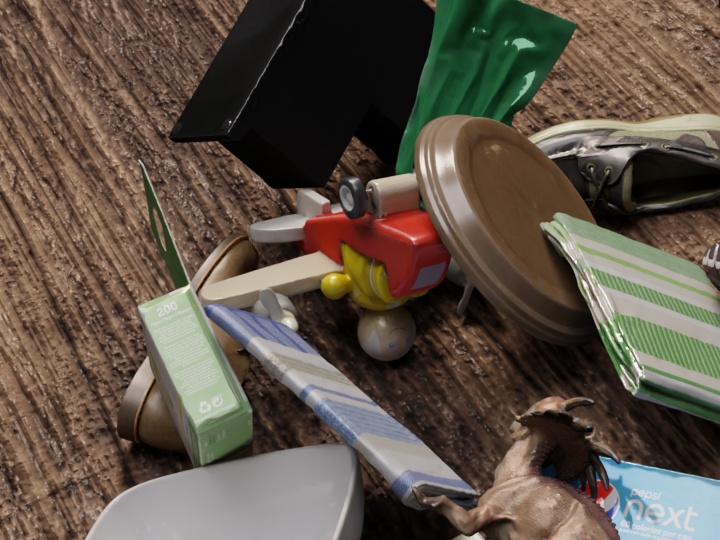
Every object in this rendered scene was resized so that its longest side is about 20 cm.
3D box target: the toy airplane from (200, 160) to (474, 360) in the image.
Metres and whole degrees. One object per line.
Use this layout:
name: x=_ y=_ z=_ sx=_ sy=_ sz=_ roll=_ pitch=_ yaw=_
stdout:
toy airplane: x=0.000 y=0.000 z=1.750 sx=0.199 sy=0.142 sz=0.199 roll=-14 pitch=2 yaw=18

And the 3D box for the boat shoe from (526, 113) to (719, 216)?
boat shoe: x=0.201 y=-0.077 z=1.804 sx=0.199 sy=0.073 sz=0.065 roll=-12 pitch=34 yaw=4

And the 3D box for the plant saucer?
plant saucer: x=0.119 y=-0.036 z=1.700 sx=0.029 sy=0.200 sz=0.200 roll=-37 pitch=30 yaw=29

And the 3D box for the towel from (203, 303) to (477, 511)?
towel: x=-0.012 y=0.097 z=1.581 sx=0.200 sy=0.147 sz=0.024 roll=40 pitch=95 yaw=19

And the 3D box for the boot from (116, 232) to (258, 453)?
boot: x=-0.110 y=0.058 z=1.762 sx=0.075 sy=0.074 sz=0.200 roll=16 pitch=54 yaw=13

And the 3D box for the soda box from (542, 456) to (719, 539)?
soda box: x=0.194 y=0.170 z=1.510 sx=0.199 sy=0.064 sz=0.068 roll=10 pitch=66 yaw=26

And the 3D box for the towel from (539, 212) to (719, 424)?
towel: x=0.216 y=0.040 z=1.637 sx=0.152 sy=0.023 sz=0.200 roll=19 pitch=28 yaw=-29

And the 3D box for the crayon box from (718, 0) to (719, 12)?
crayon box: x=0.407 y=-0.205 z=1.906 sx=0.199 sy=0.051 sz=0.127 roll=-14 pitch=40 yaw=2

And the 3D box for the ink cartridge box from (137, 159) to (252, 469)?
ink cartridge box: x=-0.133 y=0.040 z=1.641 sx=0.048 sy=0.146 sz=0.201 roll=-24 pitch=73 yaw=-10

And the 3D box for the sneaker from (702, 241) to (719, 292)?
sneaker: x=0.284 y=0.037 z=1.621 sx=0.075 sy=0.200 sz=0.116 roll=5 pitch=83 yaw=-4

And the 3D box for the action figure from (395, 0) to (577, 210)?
action figure: x=0.081 y=-0.123 z=1.833 sx=0.118 sy=0.201 sz=0.055 roll=24 pitch=9 yaw=14

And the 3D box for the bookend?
bookend: x=-0.015 y=-0.133 z=1.869 sx=0.092 sy=0.200 sz=0.199 roll=1 pitch=58 yaw=55

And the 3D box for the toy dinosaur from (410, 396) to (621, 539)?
toy dinosaur: x=0.126 y=0.162 z=1.459 sx=0.135 sy=0.086 sz=0.200 roll=-32 pitch=60 yaw=-5

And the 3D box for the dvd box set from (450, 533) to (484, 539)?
dvd box set: x=0.027 y=0.262 z=1.495 sx=0.199 sy=0.029 sz=0.146 roll=-27 pitch=41 yaw=-15

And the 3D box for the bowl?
bowl: x=-0.091 y=0.204 z=1.535 sx=0.199 sy=0.075 sz=0.200 roll=-13 pitch=26 yaw=16
